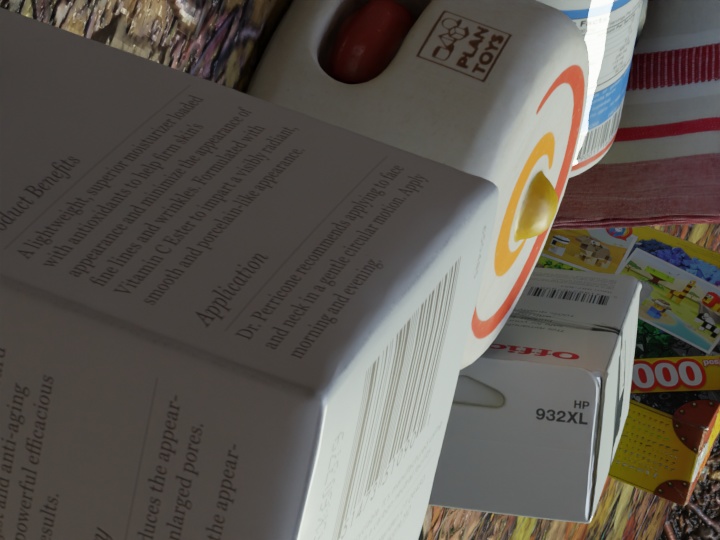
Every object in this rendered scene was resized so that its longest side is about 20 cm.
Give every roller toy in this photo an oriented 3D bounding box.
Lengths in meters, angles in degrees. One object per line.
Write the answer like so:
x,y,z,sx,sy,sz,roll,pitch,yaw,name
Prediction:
0.027,-0.050,1.363,0.200,0.139,0.183,-5,114,-74,roller toy

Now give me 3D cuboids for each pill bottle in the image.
0.097,-0.154,1.543,0.200,0.112,0.112,97,20,-44,pill bottle

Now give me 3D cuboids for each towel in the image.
0.153,-0.124,1.646,0.023,0.144,0.201,10,79,-51,towel

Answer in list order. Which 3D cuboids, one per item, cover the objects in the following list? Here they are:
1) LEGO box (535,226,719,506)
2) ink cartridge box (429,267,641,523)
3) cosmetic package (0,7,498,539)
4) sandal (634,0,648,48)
0.145,0.040,1.815,0.077,0.199,0.149,97,19,-46,LEGO box
0.065,0.058,1.514,0.200,0.145,0.084,-52,146,-73,ink cartridge box
-0.086,0.039,0.938,0.165,0.199,0.165,-47,153,-57,cosmetic package
0.148,-0.216,1.616,0.045,0.075,0.201,-4,93,-29,sandal
